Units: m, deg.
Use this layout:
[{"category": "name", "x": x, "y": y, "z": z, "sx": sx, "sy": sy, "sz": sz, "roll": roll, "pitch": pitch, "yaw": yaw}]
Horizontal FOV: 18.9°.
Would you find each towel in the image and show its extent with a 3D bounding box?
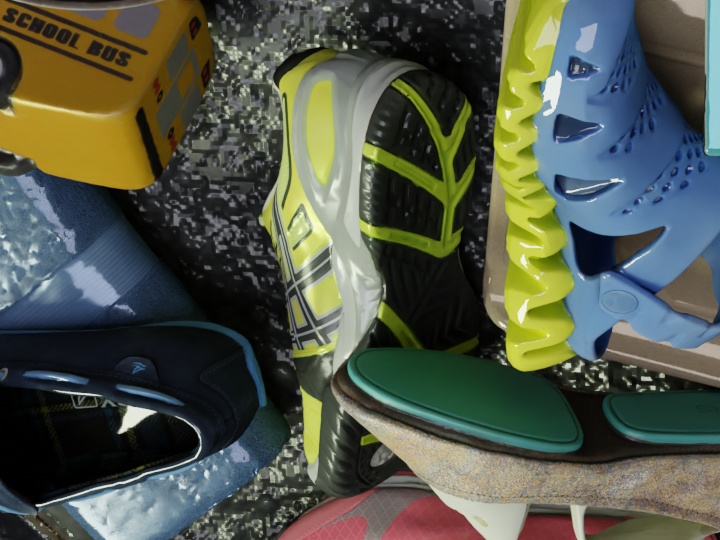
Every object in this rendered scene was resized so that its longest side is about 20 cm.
[{"category": "towel", "x": -0.125, "y": 0.022, "z": 0.922, "sx": 0.111, "sy": 0.049, "sz": 0.200, "roll": -33, "pitch": 101, "yaw": 27}]

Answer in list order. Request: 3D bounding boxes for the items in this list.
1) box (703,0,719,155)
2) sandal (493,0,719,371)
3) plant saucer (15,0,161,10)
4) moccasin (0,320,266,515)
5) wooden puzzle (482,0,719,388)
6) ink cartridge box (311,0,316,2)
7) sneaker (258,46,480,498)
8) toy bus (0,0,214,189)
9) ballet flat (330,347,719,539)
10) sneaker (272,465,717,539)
[{"category": "box", "x": 0.135, "y": -0.140, "z": 0.665, "sx": 0.049, "sy": 0.082, "sz": 0.201, "roll": 2, "pitch": 104, "yaw": 15}, {"category": "sandal", "x": 0.091, "y": -0.036, "z": 0.737, "sx": 0.087, "sy": 0.080, "sz": 0.200, "roll": 7, "pitch": 147, "yaw": 14}, {"category": "plant saucer", "x": -0.097, "y": -0.188, "z": 0.733, "sx": 0.199, "sy": 0.032, "sz": 0.202, "roll": -1, "pitch": 93, "yaw": -18}, {"category": "moccasin", "x": -0.139, "y": 0.060, "z": 0.877, "sx": 0.199, "sy": 0.068, "sz": 0.081, "roll": -17, "pitch": 108, "yaw": 22}, {"category": "wooden puzzle", "x": 0.140, "y": -0.033, "z": 0.800, "sx": 0.184, "sy": 0.037, "sz": 0.201, "roll": 14, "pitch": 140, "yaw": 10}, {"category": "ink cartridge box", "x": 0.044, "y": -0.181, "z": 0.732, "sx": 0.037, "sy": 0.095, "sz": 0.200, "roll": 36, "pitch": 130, "yaw": -15}, {"category": "sneaker", "x": 0.000, "y": 0.000, "z": 0.874, "sx": 0.076, "sy": 0.075, "sz": 0.201, "roll": 32, "pitch": 128, "yaw": 37}, {"category": "toy bus", "x": -0.164, "y": -0.097, "z": 0.849, "sx": 0.199, "sy": 0.079, "sz": 0.065, "roll": 21, "pitch": 160, "yaw": 13}, {"category": "ballet flat", "x": 0.081, "y": 0.078, "z": 0.845, "sx": 0.199, "sy": 0.068, "sz": 0.068, "roll": 9, "pitch": 115, "yaw": -11}, {"category": "sneaker", "x": 0.046, "y": 0.130, "z": 0.899, "sx": 0.199, "sy": 0.087, "sz": 0.074, "roll": -4, "pitch": 112, "yaw": 19}]
